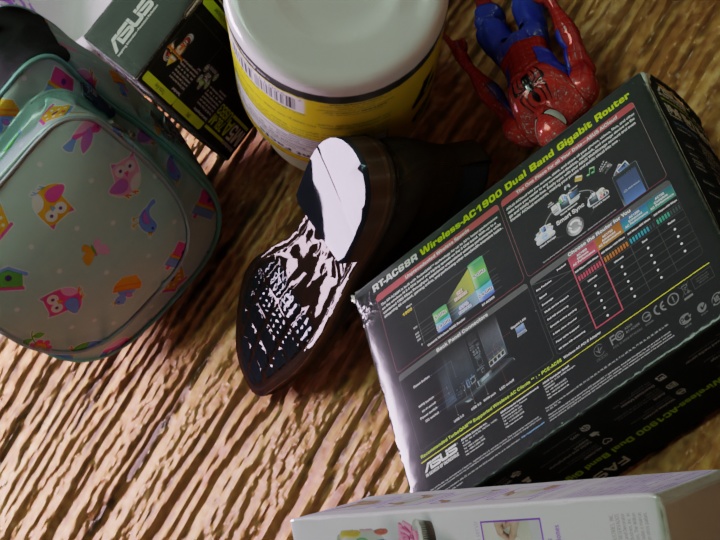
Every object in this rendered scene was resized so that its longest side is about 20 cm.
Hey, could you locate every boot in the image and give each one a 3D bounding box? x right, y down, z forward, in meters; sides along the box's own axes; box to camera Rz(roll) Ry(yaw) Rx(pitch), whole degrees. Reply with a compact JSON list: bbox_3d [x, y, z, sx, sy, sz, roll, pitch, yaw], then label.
[{"bbox_3d":[0.000,0.000,0.945,0.075,0.097,0.200,61,142,26],"label":"boot"}]

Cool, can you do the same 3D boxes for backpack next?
[{"bbox_3d":[-0.184,-0.038,1.043,0.176,0.200,0.153,-48,47,5],"label":"backpack"}]

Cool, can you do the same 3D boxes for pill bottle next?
[{"bbox_3d":[-0.013,-0.121,0.913,0.114,0.200,0.115,0,79,-1],"label":"pill bottle"}]

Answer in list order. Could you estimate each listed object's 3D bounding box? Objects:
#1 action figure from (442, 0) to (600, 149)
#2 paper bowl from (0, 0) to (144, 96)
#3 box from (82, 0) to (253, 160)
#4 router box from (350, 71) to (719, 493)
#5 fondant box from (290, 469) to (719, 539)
[{"bbox_3d":[0.085,-0.126,0.923,0.065,0.052,0.200,-36,40,18],"label":"action figure"},{"bbox_3d":[-0.158,-0.203,1.184,0.200,0.104,0.201,-23,52,33],"label":"paper bowl"},{"bbox_3d":[-0.059,-0.171,0.996,0.047,0.200,0.193,40,90,13],"label":"box"},{"bbox_3d":[0.099,0.023,0.825,0.200,0.062,0.150,-37,46,23],"label":"router box"},{"bbox_3d":[0.070,0.166,0.726,0.199,0.058,0.145,-11,90,40],"label":"fondant box"}]
